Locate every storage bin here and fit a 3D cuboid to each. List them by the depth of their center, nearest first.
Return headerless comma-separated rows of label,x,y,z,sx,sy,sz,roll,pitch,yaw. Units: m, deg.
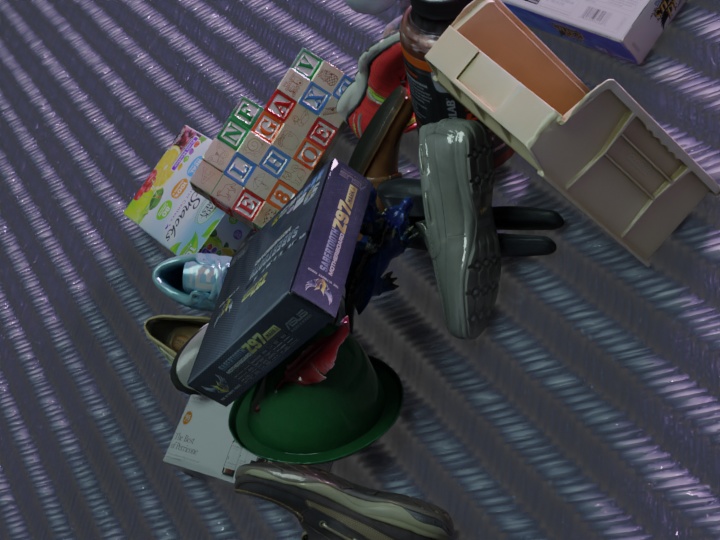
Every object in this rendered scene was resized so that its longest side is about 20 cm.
storage bin,0.177,-0.127,1.068,0.094,0.198,0.200,-49,39,9

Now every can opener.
can opener,0.103,-0.040,1.188,0.198,0.078,0.064,13,78,35

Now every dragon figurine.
dragon figurine,0.000,0.000,1.177,0.059,0.099,0.202,35,117,14

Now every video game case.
video game case,0.259,-0.314,1.244,0.182,0.045,0.200,-54,39,0

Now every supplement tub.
supplement tub,0.095,-0.196,1.184,0.105,0.201,0.108,-8,46,8

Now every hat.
hat,-0.048,0.060,1.124,0.197,0.178,0.166,6,36,28

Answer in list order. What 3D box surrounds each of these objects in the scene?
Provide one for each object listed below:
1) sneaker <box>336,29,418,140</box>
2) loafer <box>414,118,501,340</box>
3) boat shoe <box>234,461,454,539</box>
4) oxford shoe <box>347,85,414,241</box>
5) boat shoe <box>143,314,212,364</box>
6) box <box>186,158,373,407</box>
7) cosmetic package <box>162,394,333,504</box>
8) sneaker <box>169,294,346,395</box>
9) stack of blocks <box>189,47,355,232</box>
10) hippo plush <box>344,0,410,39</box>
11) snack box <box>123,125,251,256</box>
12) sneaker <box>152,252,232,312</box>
sneaker,0.040,-0.190,1.299,0.076,0.200,0.086,-27,78,-23
loafer,0.086,-0.038,1.133,0.069,0.069,0.203,4,100,38
boat shoe,-0.021,0.216,1.055,0.197,0.074,0.074,14,87,16
oxford shoe,0.019,-0.091,1.268,0.071,0.070,0.202,-98,29,-70
boat shoe,-0.165,0.087,1.351,0.198,0.063,0.074,3,63,45
box,-0.074,0.013,1.112,0.200,0.051,0.159,-40,27,46
cosmetic package,-0.112,0.180,1.242,0.198,0.051,0.083,5,64,46
sneaker,-0.112,0.067,1.248,0.198,0.079,0.075,-27,81,15
stack of blocks,-0.094,-0.150,1.411,0.201,0.114,0.059,-58,-2,-7
hippo plush,0.071,-0.308,1.334,0.201,0.160,0.159,-49,39,4
snack box,-0.199,-0.087,1.523,0.143,0.053,0.199,-56,40,-2
sneaker,-0.149,0.018,1.332,0.198,0.081,0.075,-2,84,41
